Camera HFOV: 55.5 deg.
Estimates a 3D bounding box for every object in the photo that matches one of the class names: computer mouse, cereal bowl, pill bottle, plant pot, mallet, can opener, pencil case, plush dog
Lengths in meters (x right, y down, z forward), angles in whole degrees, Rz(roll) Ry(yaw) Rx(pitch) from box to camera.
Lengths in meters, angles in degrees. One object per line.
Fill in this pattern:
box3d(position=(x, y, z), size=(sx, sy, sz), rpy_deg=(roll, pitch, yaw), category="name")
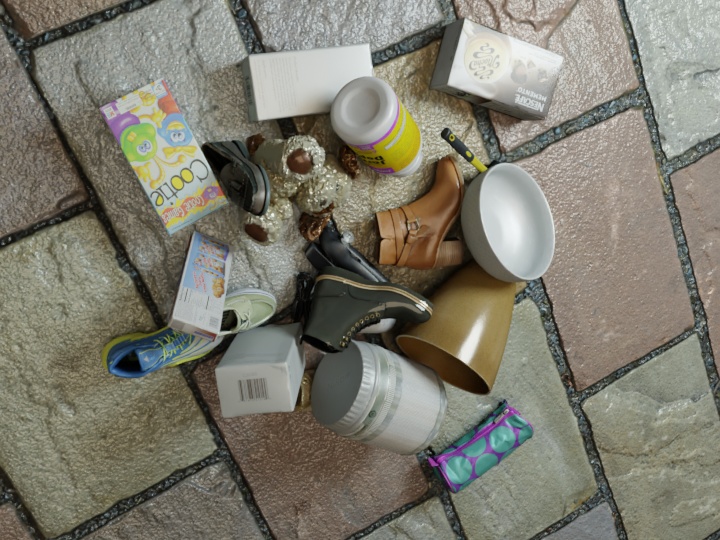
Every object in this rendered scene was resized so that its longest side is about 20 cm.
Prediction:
box3d(position=(-0.022, 0.069, 1.194), size=(0.198, 0.044, 0.111), rpy_deg=(8, 97, -18), category="computer mouse")
box3d(position=(0.239, -0.075, 1.164), size=(0.199, 0.083, 0.202), rpy_deg=(11, 73, -38), category="cereal bowl")
box3d(position=(0.036, -0.214, 1.077), size=(0.105, 0.104, 0.200), rpy_deg=(-58, 154, 0), category="pill bottle")
box3d(position=(0.191, 0.085, 1.205), size=(0.186, 0.186, 0.201), rpy_deg=(40, 72, -20), category="plant pot")
box3d(position=(0.188, -0.180, 1.173), size=(0.199, 0.041, 0.066), rpy_deg=(19, 98, -47), category="mallet")
box3d(position=(0.000, 0.000, 1.179), size=(0.199, 0.064, 0.079), rpy_deg=(37, 125, -16), category="can opener")
box3d(position=(0.227, 0.336, 1.303), size=(0.199, 0.085, 0.093), rpy_deg=(-35, 125, -8), category="pencil case")
box3d(position=(-0.094, -0.142, 1.099), size=(0.171, 0.161, 0.201), rpy_deg=(15, 125, -33), category="plush dog")

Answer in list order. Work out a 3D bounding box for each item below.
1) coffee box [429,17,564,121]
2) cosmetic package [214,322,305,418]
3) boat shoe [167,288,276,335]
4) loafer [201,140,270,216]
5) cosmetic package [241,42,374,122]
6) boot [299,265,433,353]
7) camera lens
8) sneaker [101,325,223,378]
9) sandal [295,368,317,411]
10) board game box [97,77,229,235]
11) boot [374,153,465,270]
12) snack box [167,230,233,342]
box3d(position=(0.233, -0.339, 1.172), size=(0.198, 0.080, 0.114), rpy_deg=(14, 95, -19), category="coffee box")
box3d(position=(-0.151, 0.151, 1.078), size=(0.112, 0.200, 0.082), rpy_deg=(-5, 101, 4), category="cosmetic package")
box3d(position=(-0.207, 0.076, 1.088), size=(0.199, 0.062, 0.073), rpy_deg=(-9, 116, -45), category="boat shoe")
box3d(position=(-0.189, -0.139, 1.019), size=(0.062, 0.200, 0.072), rpy_deg=(5, 118, -29), category="loafer")
box3d(position=(-0.082, -0.298, 1.088), size=(0.198, 0.074, 0.103), rpy_deg=(-10, 103, -17), category="cosmetic package")
box3d(position=(0.008, 0.087, 1.106), size=(0.198, 0.078, 0.139), rpy_deg=(14, 58, 7), category="boot")
box3d(position=(0.035, 0.218, 1.164), size=(0.199, 0.160, 0.161), rpy_deg=(25, 93, -32), category="camera lens")
box3d(position=(-0.308, 0.130, 1.084), size=(0.198, 0.105, 0.076), rpy_deg=(-17, 106, -13), category="sneaker")
box3d(position=(-0.118, 0.216, 1.179), size=(0.210, 0.070, 0.078), rpy_deg=(5, 100, -18), category="sandal")
box3d(position=(-0.293, -0.171, 1.030), size=(0.102, 0.105, 0.201), rpy_deg=(-29, 108, -10), category="board game box")
box3d(position=(0.099, -0.101, 1.180), size=(0.153, 0.074, 0.202), rpy_deg=(-1, 89, -10), category="boot")
box3d(position=(-0.239, 0.019, 1.043), size=(0.071, 0.201, 0.024), rpy_deg=(22, 126, -19), category="snack box")
